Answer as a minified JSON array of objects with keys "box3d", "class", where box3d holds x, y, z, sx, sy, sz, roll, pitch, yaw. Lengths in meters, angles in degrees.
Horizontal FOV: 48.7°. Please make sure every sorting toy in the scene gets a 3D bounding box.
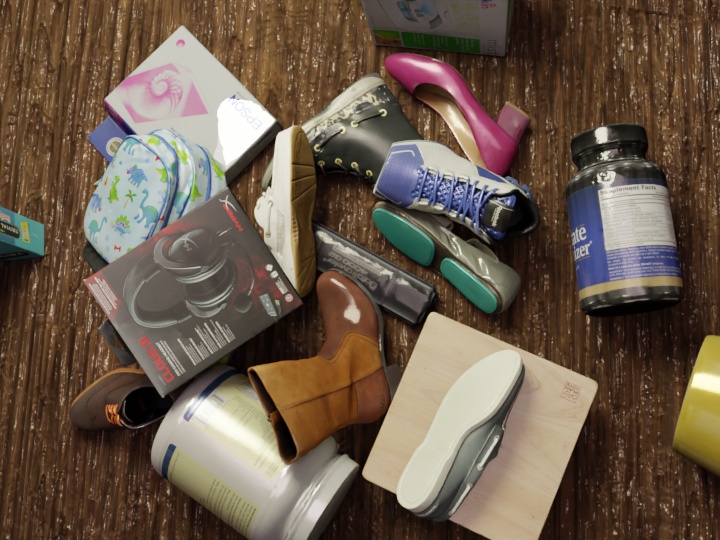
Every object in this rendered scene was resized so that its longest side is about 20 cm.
[{"box3d":[0.133,0.180,0.899,0.199,0.070,0.200,23,84,12],"class":"sorting toy"}]

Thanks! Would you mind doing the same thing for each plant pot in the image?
[{"box3d":[0.428,0.156,0.803,0.188,0.201,0.202,17,82,27],"class":"plant pot"}]

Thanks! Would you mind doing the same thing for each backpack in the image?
[{"box3d":[-0.245,-0.067,0.951,0.200,0.154,0.163,-50,54,0],"class":"backpack"}]

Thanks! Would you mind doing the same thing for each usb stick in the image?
[{"box3d":[0.000,0.000,0.972,0.199,0.033,0.056,29,95,13],"class":"usb stick"}]

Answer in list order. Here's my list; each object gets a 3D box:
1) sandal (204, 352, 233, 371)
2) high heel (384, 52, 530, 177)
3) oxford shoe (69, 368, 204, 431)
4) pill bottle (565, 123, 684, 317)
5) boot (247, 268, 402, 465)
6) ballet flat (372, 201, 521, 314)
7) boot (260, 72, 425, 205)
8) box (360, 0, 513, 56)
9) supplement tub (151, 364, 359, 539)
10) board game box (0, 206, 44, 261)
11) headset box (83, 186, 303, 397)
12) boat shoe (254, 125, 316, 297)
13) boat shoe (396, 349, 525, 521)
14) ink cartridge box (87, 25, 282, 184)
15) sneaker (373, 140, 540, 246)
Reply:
[{"box3d":[-0.168,0.052,0.966,0.079,0.087,0.201,29,106,7],"class":"sandal"},{"box3d":[0.104,-0.189,0.968,0.199,0.067,0.097,28,74,9],"class":"high heel"},{"box3d":[-0.280,0.156,0.948,0.199,0.073,0.072,-20,97,23],"class":"oxford shoe"},{"box3d":[0.292,-0.055,0.895,0.111,0.112,0.202,-6,78,8],"class":"pill bottle"},{"box3d":[-0.053,0.096,0.882,0.068,0.199,0.190,-23,83,40],"class":"boot"},{"box3d":[0.105,-0.026,0.953,0.200,0.068,0.064,39,60,13],"class":"ballet flat"},{"box3d":[-0.008,-0.124,0.976,0.203,0.073,0.154,-42,79,1],"class":"boot"},{"box3d":[0.094,-0.344,0.934,0.175,0.200,0.098,9,82,9],"class":"box"},{"box3d":[-0.116,0.215,0.893,0.199,0.145,0.146,32,86,13],"class":"supplement tub"},{"box3d":[-0.509,-0.048,0.974,0.150,0.200,0.047,-7,79,8],"class":"board game box"},{"box3d":[-0.184,0.027,0.860,0.199,0.077,0.149,-33,95,-5],"class":"headset box"},{"box3d":[-0.095,-0.069,0.939,0.069,0.071,0.202,5,101,23],"class":"boat shoe"},{"box3d":[0.117,0.176,0.847,0.062,0.073,0.201,42,79,-30],"class":"boat shoe"},{"box3d":[-0.237,-0.185,1.039,0.200,0.043,0.196,-45,77,-2],"class":"ink cartridge box"},{"box3d":[0.121,-0.085,0.891,0.198,0.115,0.081,16,104,-11],"class":"sneaker"}]
